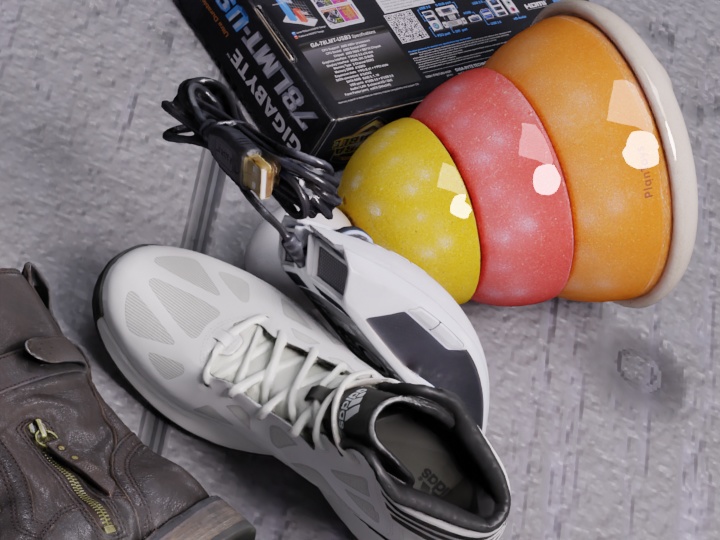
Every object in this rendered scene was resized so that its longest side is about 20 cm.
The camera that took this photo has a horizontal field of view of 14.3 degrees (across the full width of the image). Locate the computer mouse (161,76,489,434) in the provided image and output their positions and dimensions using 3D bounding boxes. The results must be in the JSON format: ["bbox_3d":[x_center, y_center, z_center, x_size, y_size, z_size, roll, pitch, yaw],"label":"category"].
[{"bbox_3d":[0.000,0.000,1.205,0.044,0.110,0.200,-46,124,-10],"label":"computer mouse"}]

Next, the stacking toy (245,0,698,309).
[{"bbox_3d":[0.039,-0.032,1.291,0.199,0.146,0.146,-16,61,-22],"label":"stacking toy"}]

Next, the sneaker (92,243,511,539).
[{"bbox_3d":[-0.017,0.044,1.166,0.200,0.115,0.076,36,70,0],"label":"sneaker"}]

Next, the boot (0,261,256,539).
[{"bbox_3d":[-0.154,0.084,1.107,0.174,0.069,0.200,44,40,18],"label":"boot"}]

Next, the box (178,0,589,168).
[{"bbox_3d":[0.001,-0.152,1.409,0.200,0.050,0.199,-17,62,-39],"label":"box"}]
